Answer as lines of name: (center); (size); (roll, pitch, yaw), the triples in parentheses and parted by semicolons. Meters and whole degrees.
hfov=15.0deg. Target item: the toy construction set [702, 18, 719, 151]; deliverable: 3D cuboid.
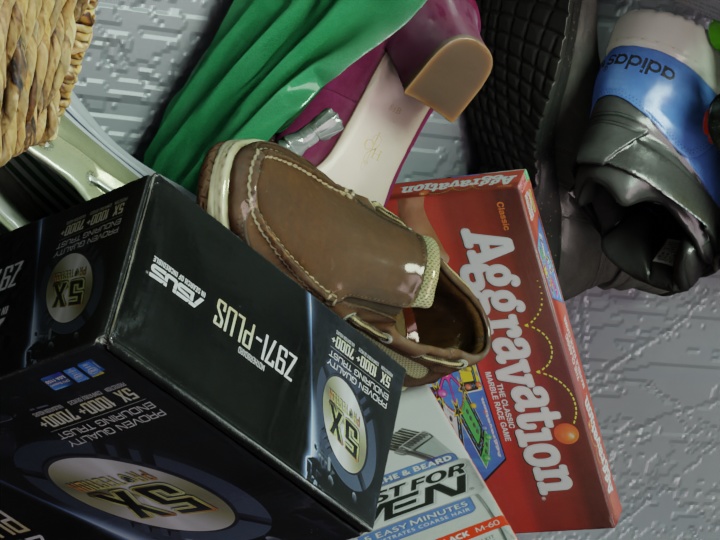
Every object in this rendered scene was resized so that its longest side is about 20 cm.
toy construction set: (0.225, -0.054, 1.277); (0.131, 0.092, 0.200); (-17, 86, -47)

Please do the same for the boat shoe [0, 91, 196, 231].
boat shoe: (-0.121, -0.020, 1.206); (0.200, 0.062, 0.072); (44, 124, -14)

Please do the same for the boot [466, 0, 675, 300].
boot: (0.119, -0.077, 1.363); (0.130, 0.068, 0.200); (-11, 115, -37)

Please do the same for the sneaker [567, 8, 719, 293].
sneaker: (0.170, -0.029, 1.330); (0.200, 0.077, 0.111); (41, 65, -43)

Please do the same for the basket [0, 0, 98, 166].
basket: (-0.182, -0.136, 1.022); (0.149, 0.143, 0.200); (-41, 150, -60)

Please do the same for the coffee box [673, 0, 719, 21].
coffee box: (0.179, -0.254, 1.241); (0.200, 0.200, 0.198); (-39, 122, -12)

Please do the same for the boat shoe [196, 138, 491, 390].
boat shoe: (0.001, -0.006, 1.215); (0.202, 0.075, 0.075); (39, 51, -57)

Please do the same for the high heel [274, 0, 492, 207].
high heel: (-0.015, -0.060, 1.302); (0.200, 0.096, 0.067); (-41, 121, 15)

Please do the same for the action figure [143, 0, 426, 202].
action figure: (-0.042, -0.085, 1.246); (0.055, 0.118, 0.200); (29, 100, -44)

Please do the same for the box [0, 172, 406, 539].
box: (-0.111, 0.060, 1.184); (0.164, 0.200, 0.086); (39, 48, -34)

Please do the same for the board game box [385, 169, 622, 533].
board game box: (0.057, 0.045, 1.346); (0.019, 0.103, 0.200); (-63, 141, -54)

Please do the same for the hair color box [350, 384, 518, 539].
hair color box: (0.001, 0.116, 1.260); (0.111, 0.200, 0.064); (-21, 117, -5)
